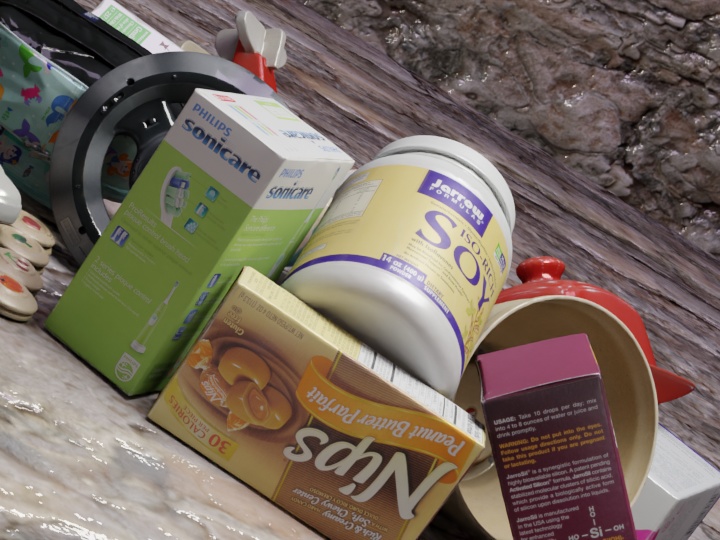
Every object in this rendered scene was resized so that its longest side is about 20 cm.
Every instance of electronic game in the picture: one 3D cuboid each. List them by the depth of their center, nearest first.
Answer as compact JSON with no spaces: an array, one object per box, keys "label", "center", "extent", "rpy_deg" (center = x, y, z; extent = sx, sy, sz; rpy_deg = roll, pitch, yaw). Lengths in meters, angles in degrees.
[{"label":"electronic game","center":[-0.136,-0.067,1.498],"extent":[0.200,0.200,0.042],"rpy_deg":[35,-6,-3]}]

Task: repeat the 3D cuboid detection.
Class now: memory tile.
[{"label":"memory tile","center":[-0.287,-0.034,1.391],"extent":[0.153,0.017,0.200],"rpy_deg":[32,13,-13]}]

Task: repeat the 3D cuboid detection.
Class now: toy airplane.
[{"label":"toy airplane","center":[-0.130,-0.157,1.975],"extent":[0.199,0.141,0.200],"rpy_deg":[-66,135,-65]}]

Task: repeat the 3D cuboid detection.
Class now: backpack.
[{"label":"backpack","center":[-0.227,-0.132,1.595],"extent":[0.200,0.151,0.178],"rpy_deg":[27,18,-2]}]

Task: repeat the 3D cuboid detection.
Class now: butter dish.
[{"label":"butter dish","center":[0.168,0.059,1.762],"extent":[0.200,0.199,0.148],"rpy_deg":[19,59,-49]}]

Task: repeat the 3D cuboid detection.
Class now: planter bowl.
[{"label":"planter bowl","center":[0.113,0.117,1.542],"extent":[0.200,0.200,0.135],"rpy_deg":[28,-13,-30]}]

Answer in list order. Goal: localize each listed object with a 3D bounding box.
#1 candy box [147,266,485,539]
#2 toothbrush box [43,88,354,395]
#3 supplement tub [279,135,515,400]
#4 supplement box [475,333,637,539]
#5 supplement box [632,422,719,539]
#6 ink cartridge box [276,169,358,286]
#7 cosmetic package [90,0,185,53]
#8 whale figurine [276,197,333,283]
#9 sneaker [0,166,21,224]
[{"label":"candy box","center":[-0.028,0.102,1.332],"extent":[0.200,0.115,0.055],"rpy_deg":[34,14,-5]},{"label":"toothbrush box","center":[-0.110,-0.020,1.378],"extent":[0.086,0.200,0.146],"rpy_deg":[39,14,13]},{"label":"supplement tub","center":[0.028,0.006,1.433],"extent":[0.145,0.145,0.200],"rpy_deg":[34,42,-5]},{"label":"supplement box","center":[0.145,0.159,1.398],"extent":[0.110,0.086,0.200],"rpy_deg":[-84,161,-76]},{"label":"supplement box","center":[0.232,0.197,1.698],"extent":[0.103,0.101,0.200],"rpy_deg":[39,13,17]},{"label":"ink cartridge box","center":[0.000,0.000,1.601],"extent":[0.045,0.176,0.200],"rpy_deg":[12,8,27]},{"label":"cosmetic package","center":[-0.188,-0.143,1.804],"extent":[0.200,0.085,0.108],"rpy_deg":[34,51,1]},{"label":"whale figurine","center":[-0.093,-0.035,1.624],"extent":[0.159,0.104,0.200],"rpy_deg":[-1,29,11]},{"label":"sneaker","center":[-0.307,-0.116,1.416],"extent":[0.200,0.085,0.073],"rpy_deg":[41,12,19]}]
